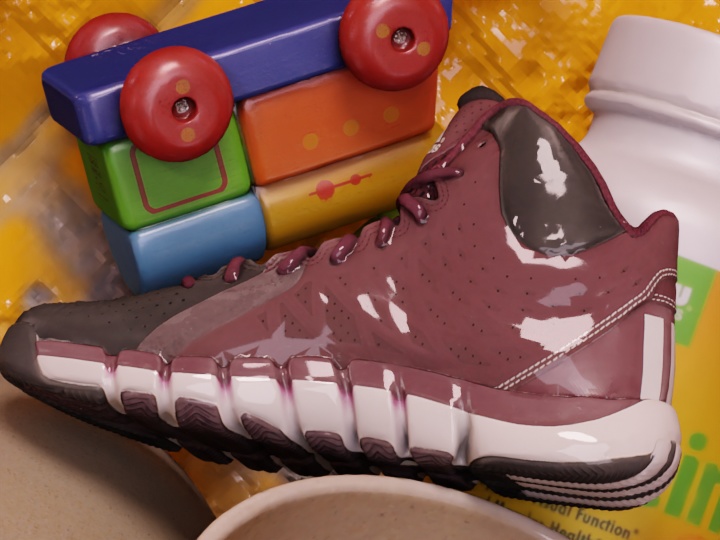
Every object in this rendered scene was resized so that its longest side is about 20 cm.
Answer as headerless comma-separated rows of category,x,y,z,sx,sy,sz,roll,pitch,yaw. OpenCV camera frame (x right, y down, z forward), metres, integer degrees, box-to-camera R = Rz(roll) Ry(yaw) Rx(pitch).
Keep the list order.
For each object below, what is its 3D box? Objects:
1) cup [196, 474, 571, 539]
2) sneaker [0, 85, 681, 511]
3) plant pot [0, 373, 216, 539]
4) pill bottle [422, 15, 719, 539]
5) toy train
cup,0.007,0.177,0.807,0.200,0.200,0.143,27,124,-9
sneaker,0.000,0.000,0.872,0.199,0.076,0.116,8,77,10
plant pot,-0.121,0.128,0.884,0.200,0.134,0.201,0,90,-10
pill bottle,0.083,0.029,0.929,0.111,0.111,0.200,21,87,-9
toy train,0.011,-0.041,0.939,0.200,0.085,0.116,-19,109,-15
